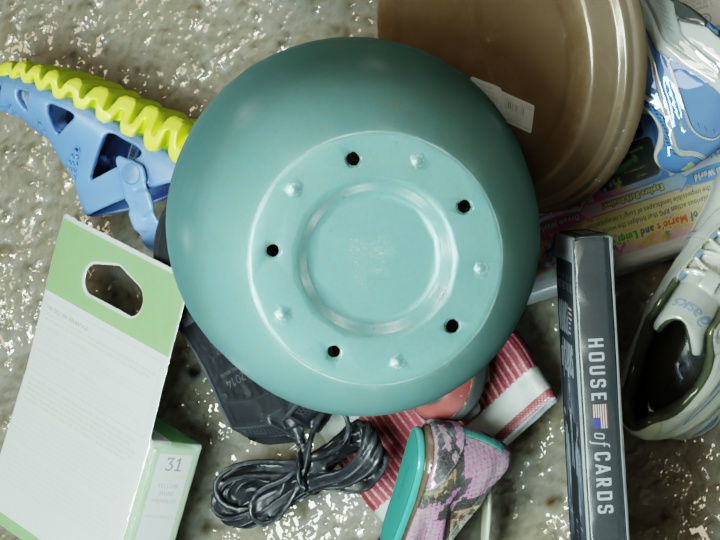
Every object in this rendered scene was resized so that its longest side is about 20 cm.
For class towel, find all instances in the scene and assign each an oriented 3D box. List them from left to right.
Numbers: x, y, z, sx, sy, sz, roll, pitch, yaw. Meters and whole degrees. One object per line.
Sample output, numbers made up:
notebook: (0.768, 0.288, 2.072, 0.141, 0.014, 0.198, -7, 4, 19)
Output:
towel: (0.015, 0.038, 1.401, 0.144, 0.023, 0.200, -45, 68, 27)

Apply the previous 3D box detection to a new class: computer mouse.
computer mouse: (-0.058, 0.044, 1.409, 0.138, 0.053, 0.200, -24, 88, 38)

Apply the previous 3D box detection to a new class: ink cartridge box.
ink cartridge box: (-0.153, 0.082, 1.453, 0.146, 0.048, 0.200, 25, 100, 47)

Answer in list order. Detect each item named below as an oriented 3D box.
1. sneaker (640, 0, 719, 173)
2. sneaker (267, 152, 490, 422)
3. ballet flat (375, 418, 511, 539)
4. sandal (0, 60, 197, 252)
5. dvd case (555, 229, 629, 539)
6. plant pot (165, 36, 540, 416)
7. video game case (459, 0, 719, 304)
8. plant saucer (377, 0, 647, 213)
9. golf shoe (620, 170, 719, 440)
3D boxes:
sneaker: (0.132, -0.135, 1.308, 0.200, 0.076, 0.077, 44, 100, 24)
sneaker: (0.000, 0.000, 1.339, 0.071, 0.098, 0.200, -35, 74, 27)
ballet flat: (0.033, 0.168, 1.360, 0.069, 0.071, 0.200, -94, 24, -54)
sandal: (-0.157, -0.071, 1.483, 0.200, 0.079, 0.087, 26, 101, 29)
dvd case: (0.123, 0.079, 1.271, 0.025, 0.150, 0.200, -4, 92, 1)
plant pot: (0.001, -0.015, 1.217, 0.201, 0.161, 0.201, -1, 98, -4)
video game case: (0.133, -0.087, 1.361, 0.200, 0.024, 0.182, -18, 78, 25)
plant saucer: (0.075, -0.127, 1.315, 0.200, 0.029, 0.200, 20, 118, 44)
golf shoe: (0.196, 0.007, 1.263, 0.078, 0.097, 0.200, 28, 106, 17)
